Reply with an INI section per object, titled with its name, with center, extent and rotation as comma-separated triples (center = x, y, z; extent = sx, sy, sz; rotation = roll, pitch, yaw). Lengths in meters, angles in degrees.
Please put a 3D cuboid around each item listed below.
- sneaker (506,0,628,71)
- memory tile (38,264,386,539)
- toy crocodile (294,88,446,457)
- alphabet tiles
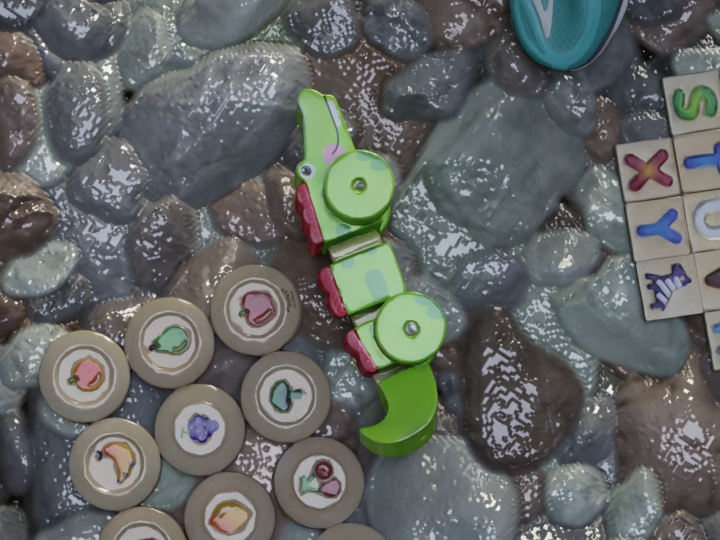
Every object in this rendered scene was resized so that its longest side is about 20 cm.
[sneaker]
center = 0.117, -0.198, 1.460
extent = 0.077, 0.080, 0.201
rotation = 14, 117, 8
[memory tile]
center = -0.077, 0.109, 1.461
extent = 0.152, 0.017, 0.201
rotation = -20, 84, -7
[toy crocodile]
center = 0.000, 0.000, 1.457
extent = 0.061, 0.068, 0.201
rotation = -19, 84, -7
[alphabet tiles]
center = 0.245, -0.035, 1.514
extent = 0.198, 0.006, 0.168
rotation = -8, 82, -6
